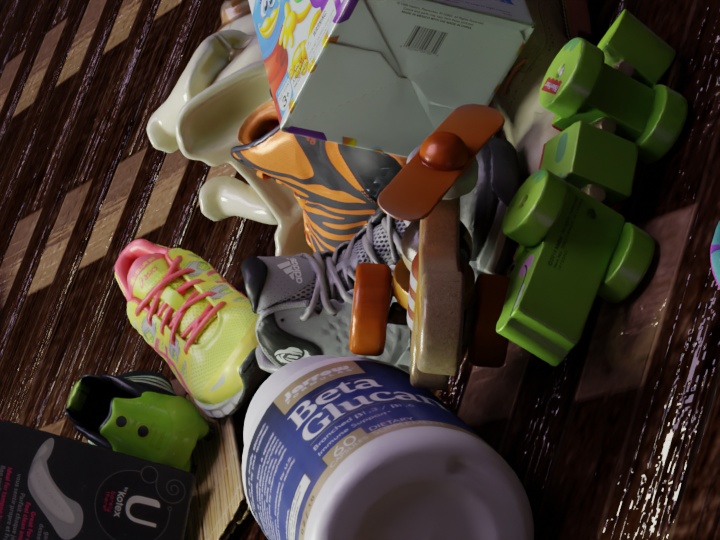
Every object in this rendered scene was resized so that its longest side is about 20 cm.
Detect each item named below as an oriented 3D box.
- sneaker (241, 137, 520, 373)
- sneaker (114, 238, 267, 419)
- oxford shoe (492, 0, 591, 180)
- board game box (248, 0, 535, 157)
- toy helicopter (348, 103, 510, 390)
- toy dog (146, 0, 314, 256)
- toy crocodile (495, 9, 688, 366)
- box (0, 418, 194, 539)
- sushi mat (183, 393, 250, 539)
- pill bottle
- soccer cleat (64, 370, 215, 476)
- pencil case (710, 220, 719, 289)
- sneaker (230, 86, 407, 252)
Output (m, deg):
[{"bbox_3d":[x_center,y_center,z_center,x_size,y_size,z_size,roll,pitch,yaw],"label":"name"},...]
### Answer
[{"bbox_3d":[0.000,0.000,1.409,0.075,0.115,0.200,-98,29,-43],"label":"sneaker"},{"bbox_3d":[-0.110,0.030,1.699,0.078,0.090,0.200,-50,24,-5],"label":"sneaker"},{"bbox_3d":[0.084,-0.105,1.427,0.071,0.074,0.200,-51,24,23],"label":"oxford shoe"},{"bbox_3d":[0.005,-0.167,1.426,0.103,0.105,0.200,-59,31,37],"label":"board game box"},{"bbox_3d":[0.039,-0.004,1.264,0.200,0.079,0.133,-89,5,-77],"label":"toy helicopter"},{"bbox_3d":[-0.046,-0.116,1.682,0.194,0.139,0.200,-49,21,2],"label":"toy dog"},{"bbox_3d":[0.109,-0.045,1.306,0.062,0.067,0.201,-35,33,58],"label":"toy crocodile"},{"bbox_3d":[-0.218,0.166,1.633,0.106,0.199,0.123,138,146,-61],"label":"box"},{"bbox_3d":[-0.102,0.132,1.688,0.096,0.012,0.200,-57,21,19],"label":"sushi mat"},{"bbox_3d":[0.004,0.106,1.316,0.111,0.111,0.200,-62,20,4],"label":"pill bottle"},{"bbox_3d":[-0.157,0.091,1.738,0.068,0.081,0.200,-66,19,-5],"label":"soccer cleat"},{"bbox_3d":[0.218,-0.020,0.980,0.093,0.085,0.200,-56,14,-30],"label":"pencil case"},{"bbox_3d":[-0.019,-0.051,1.514,0.078,0.112,0.200,-63,0,-31],"label":"sneaker"}]
